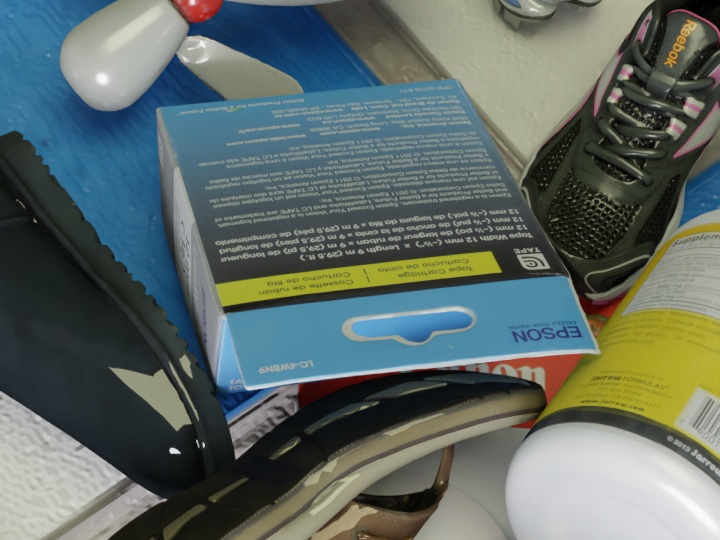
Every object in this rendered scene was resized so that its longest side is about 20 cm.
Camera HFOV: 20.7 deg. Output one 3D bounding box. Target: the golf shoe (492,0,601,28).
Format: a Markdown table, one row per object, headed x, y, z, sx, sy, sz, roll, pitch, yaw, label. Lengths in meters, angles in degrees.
| x | y | z | sx | sy | sz | roll | pitch | yaw | label |
| --- | --- | --- | --- | --- | --- | --- | --- | --- | --- |
| 0.065 | -0.222 | 0.982 | 0.078 | 0.097 | 0.201 | -27 | 67 | -19 | golf shoe |

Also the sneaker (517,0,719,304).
| x | y | z | sx | sy | sz | roll | pitch | yaw | label |
| --- | --- | --- | --- | --- | --- | --- | --- | --- | --- |
| 0.135 | -0.081 | 0.918 | 0.080 | 0.087 | 0.201 | 26 | 61 | 9 | sneaker |

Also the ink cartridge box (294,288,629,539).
| x | y | z | sx | sy | sz | roll | pitch | yaw | label |
| --- | --- | --- | --- | --- | --- | --- | --- | --- | --- |
| 0.049 | 0.082 | 0.840 | 0.161 | 0.057 | 0.202 | 5 | 65 | -6 | ink cartridge box |

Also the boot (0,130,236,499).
| x | y | z | sx | sy | sz | roll | pitch | yaw | label |
| --- | --- | --- | --- | --- | --- | --- | --- | --- | --- |
| -0.168 | 0.048 | 0.808 | 0.167 | 0.077 | 0.200 | -29 | 66 | -24 | boot |

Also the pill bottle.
| x | y | z | sx | sy | sz | roll | pitch | yaw | label |
| --- | --- | --- | --- | --- | --- | --- | --- | --- | --- |
| 0.150 | 0.046 | 0.794 | 0.112 | 0.112 | 0.200 | 33 | 53 | 10 | pill bottle |

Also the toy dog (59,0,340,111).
| x | y | z | sx | sy | sz | roll | pitch | yaw | label |
| --- | --- | --- | --- | --- | --- | --- | --- | --- | --- |
| -0.044 | -0.135 | 0.936 | 0.198 | 0.096 | 0.133 | -13 | 66 | 1 | toy dog |

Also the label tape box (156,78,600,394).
| x | y | z | sx | sy | sz | roll | pitch | yaw | label |
| --- | --- | --- | --- | --- | --- | --- | --- | --- | --- |
| 0.000 | 0.000 | 0.824 | 0.142 | 0.067 | 0.201 | -6 | 38 | -13 | label tape box |

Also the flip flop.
| x | y | z | sx | sy | sz | roll | pitch | yaw | label |
| --- | --- | --- | --- | --- | --- | --- | --- | --- | --- |
| -0.013 | 0.094 | 0.765 | 0.199 | 0.081 | 0.058 | -31 | 107 | -24 | flip flop |
